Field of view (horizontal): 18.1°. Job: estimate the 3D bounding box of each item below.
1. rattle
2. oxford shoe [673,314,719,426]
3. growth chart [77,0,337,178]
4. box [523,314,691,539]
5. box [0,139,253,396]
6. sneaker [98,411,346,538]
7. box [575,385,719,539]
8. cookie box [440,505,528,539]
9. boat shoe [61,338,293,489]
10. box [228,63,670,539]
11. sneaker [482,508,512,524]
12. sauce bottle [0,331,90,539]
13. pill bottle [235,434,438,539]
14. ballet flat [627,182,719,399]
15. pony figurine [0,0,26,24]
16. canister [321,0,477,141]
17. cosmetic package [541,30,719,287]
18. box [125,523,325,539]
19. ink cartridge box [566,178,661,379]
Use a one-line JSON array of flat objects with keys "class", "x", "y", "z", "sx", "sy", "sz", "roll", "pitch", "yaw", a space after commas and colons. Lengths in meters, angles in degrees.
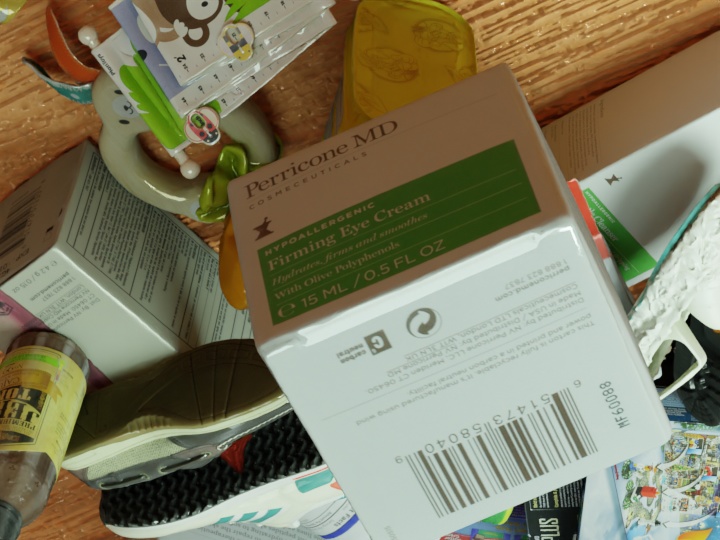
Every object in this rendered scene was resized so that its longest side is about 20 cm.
[{"class": "rattle", "x": -0.154, "y": -0.074, "z": 1.552, "sx": 0.200, "sy": 0.143, "sz": 0.130, "roll": 36, "pitch": 148, "yaw": -32}, {"class": "oxford shoe", "x": 0.270, "y": 0.012, "z": 1.538, "sx": 0.084, "sy": 0.073, "sz": 0.200, "roll": -23, "pitch": 143, "yaw": -26}, {"class": "growth chart", "x": -0.095, "y": -0.177, "z": 1.487, "sx": 0.200, "sy": 0.018, "sz": 0.145, "roll": -43, "pitch": 91, "yaw": 22}, {"class": "box", "x": 0.203, "y": 0.135, "z": 1.715, "sx": 0.163, "sy": 0.086, "sz": 0.201, "roll": -4, "pitch": 129, "yaw": 9}, {"class": "box", "x": -0.175, "y": 0.027, "z": 1.641, "sx": 0.109, "sy": 0.128, "sz": 0.200, "roll": -32, "pitch": 119, "yaw": 29}, {"class": "sneaker", "x": -0.086, "y": 0.165, "z": 1.632, "sx": 0.199, "sy": 0.071, "sz": 0.094, "roll": -19, "pitch": 137, "yaw": 8}, {"class": "box", "x": 0.230, "y": 0.172, "z": 1.660, "sx": 0.136, "sy": 0.038, "sz": 0.201, "roll": 4, "pitch": 130, "yaw": 3}, {"class": "cookie box", "x": 0.111, "y": 0.279, "z": 1.771, "sx": 0.170, "sy": 0.200, "sz": 0.075, "roll": 6, "pitch": 130, "yaw": 1}, {"class": "boat shoe", "x": -0.122, "y": 0.105, "z": 1.576, "sx": 0.200, "sy": 0.072, "sz": 0.066, "roll": -18, "pitch": 136, "yaw": 20}, {"class": "box", "x": 0.052, "y": 0.025, "z": 1.379, "sx": 0.198, "sy": 0.172, "sz": 0.200, "roll": -23, "pitch": 127, "yaw": 6}, {"class": "sneaker", "x": 0.061, "y": 0.108, "z": 1.704, "sx": 0.083, "sy": 0.074, "sz": 0.201, "roll": -26, "pitch": 114, "yaw": -6}, {"class": "sauce bottle", "x": -0.231, "y": 0.127, "z": 1.517, "sx": 0.064, "sy": 0.200, "sz": 0.065, "roll": 4, "pitch": 130, "yaw": 5}, {"class": "pill bottle", "x": -0.026, "y": 0.142, "z": 1.731, "sx": 0.200, "sy": 0.112, "sz": 0.112, "roll": 31, "pitch": 126, "yaw": -20}, {"class": "ballet flat", "x": 0.210, "y": 0.030, "z": 1.486, "sx": 0.072, "sy": 0.072, "sz": 0.200, "roll": 23, "pitch": 124, "yaw": -13}, {"class": "pony figurine", "x": -0.348, "y": -0.178, "z": 1.495, "sx": 0.200, "sy": 0.167, "sz": 0.193, "roll": 38, "pitch": 92, "yaw": -19}, {"class": "canister", "x": 0.013, "y": -0.064, "z": 1.532, "sx": 0.086, "sy": 0.149, "sz": 0.200, "roll": 11, "pitch": 133, "yaw": -9}, {"class": "cosmetic package", "x": 0.216, "y": -0.077, "z": 1.537, "sx": 0.200, "sy": 0.085, "sz": 0.108, "roll": -29, "pitch": 126, "yaw": 28}, {"class": "box", "x": -0.102, "y": 0.284, "z": 1.818, "sx": 0.198, "sy": 0.172, "sz": 0.200, "roll": 21, "pitch": 129, "yaw": -11}, {"class": "ink cartridge box", "x": 0.106, "y": 0.038, "z": 1.531, "sx": 0.162, "sy": 0.050, "sz": 0.200, "roll": -23, "pitch": 144, "yaw": 6}]
